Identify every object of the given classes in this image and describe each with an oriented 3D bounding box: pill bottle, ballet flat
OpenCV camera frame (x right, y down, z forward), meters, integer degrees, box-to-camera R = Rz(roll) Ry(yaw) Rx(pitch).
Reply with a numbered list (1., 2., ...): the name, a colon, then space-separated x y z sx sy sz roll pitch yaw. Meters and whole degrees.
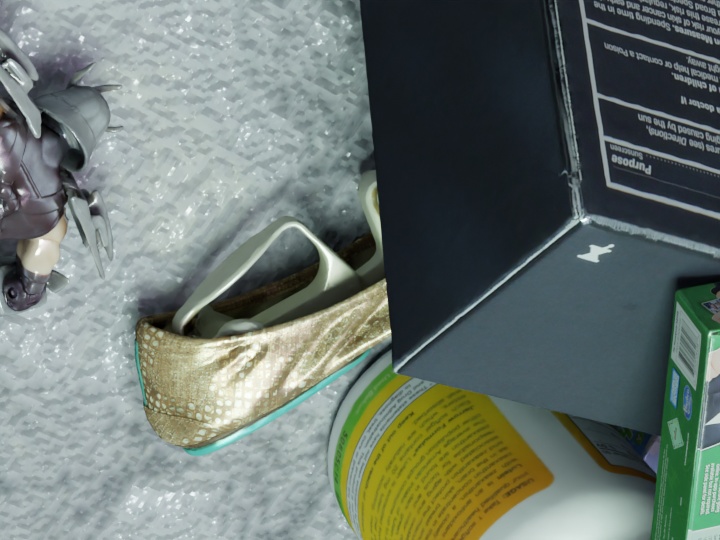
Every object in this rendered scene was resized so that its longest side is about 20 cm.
1. pill bottle: 0.071 0.112 1.076 0.111 0.200 0.111 -10 120 -18
2. ballet flat: 0.000 0.000 1.069 0.200 0.071 0.065 -30 110 -11

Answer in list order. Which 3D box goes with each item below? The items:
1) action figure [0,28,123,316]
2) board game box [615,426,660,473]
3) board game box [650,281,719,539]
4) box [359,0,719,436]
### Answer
1. action figure: -0.172 -0.017 0.984 0.200 0.069 0.130 -33 118 -9
2. board game box: 0.185 0.074 1.206 0.151 0.037 0.200 19 108 -31
3. board game box: 0.167 0.084 0.947 0.134 0.029 0.200 -10 126 -16
4. box: 0.113 -0.051 0.993 0.200 0.199 0.123 15 143 -29
